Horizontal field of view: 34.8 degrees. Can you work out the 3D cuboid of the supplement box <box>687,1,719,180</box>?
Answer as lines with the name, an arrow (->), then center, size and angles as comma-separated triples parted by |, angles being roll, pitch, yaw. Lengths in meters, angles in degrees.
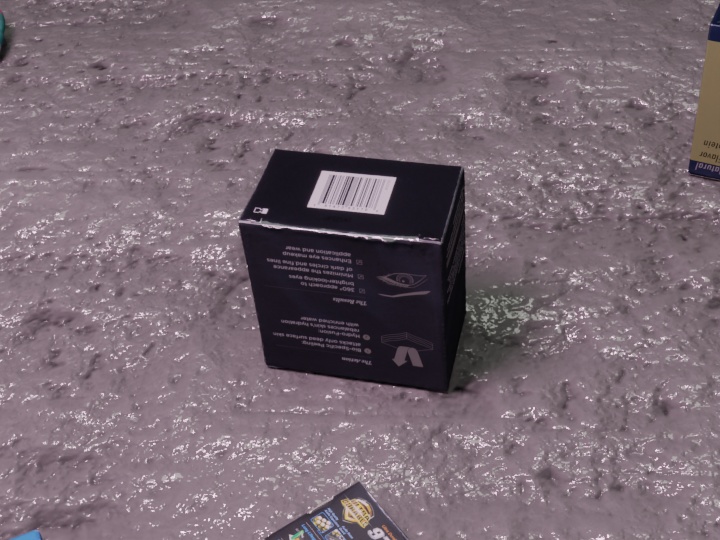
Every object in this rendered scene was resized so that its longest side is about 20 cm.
supplement box -> 0.493, -0.206, 1.299 | 0.197, 0.202, 0.135 | 15, 45, 22

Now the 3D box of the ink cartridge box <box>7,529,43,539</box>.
ink cartridge box -> -0.327, 0.316, 0.903 | 0.197, 0.087, 0.147 | -20, 43, -13

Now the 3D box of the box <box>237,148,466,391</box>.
box -> 0.000, 0.000, 1.128 | 0.194, 0.202, 0.118 | 7, 43, 13

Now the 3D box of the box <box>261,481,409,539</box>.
box -> -0.010, 0.285, 0.931 | 0.158, 0.046, 0.200 | -27, 46, -22

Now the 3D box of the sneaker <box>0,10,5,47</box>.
sneaker -> -0.613, -0.370, 1.694 | 0.197, 0.084, 0.122 | 7, 48, 2
